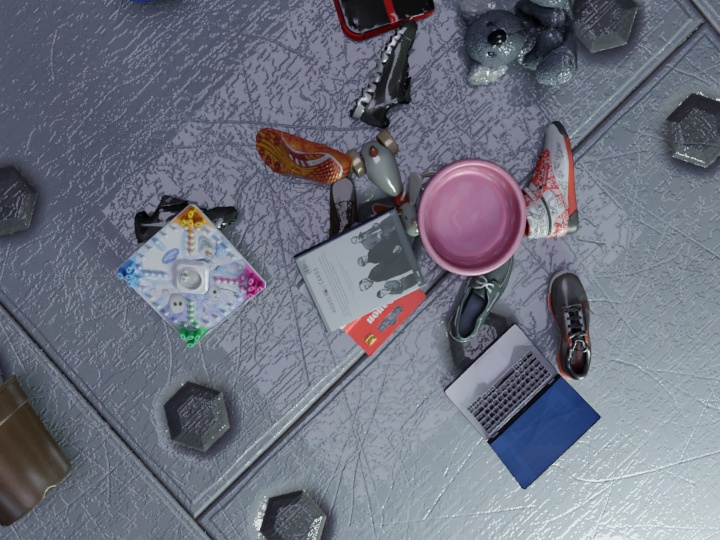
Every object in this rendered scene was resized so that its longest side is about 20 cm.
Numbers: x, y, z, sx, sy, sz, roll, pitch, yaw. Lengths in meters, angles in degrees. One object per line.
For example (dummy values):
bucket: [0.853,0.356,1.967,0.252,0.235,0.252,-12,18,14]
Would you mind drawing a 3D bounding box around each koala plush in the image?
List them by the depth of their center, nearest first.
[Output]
koala plush: [0.272,-0.409,1.306,0.195,0.184,0.182,-7,106,22]

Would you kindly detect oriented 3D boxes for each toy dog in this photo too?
toy dog: [0.057,-0.161,1.337,0.198,0.096,0.133,36,93,-2]

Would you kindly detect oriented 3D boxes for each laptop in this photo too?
laptop: [0.286,0.240,1.349,0.187,0.116,0.201,-42,92,2]

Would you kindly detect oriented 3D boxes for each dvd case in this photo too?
dvd case: [0.000,0.000,1.309,0.196,0.025,0.153,-25,108,-3]

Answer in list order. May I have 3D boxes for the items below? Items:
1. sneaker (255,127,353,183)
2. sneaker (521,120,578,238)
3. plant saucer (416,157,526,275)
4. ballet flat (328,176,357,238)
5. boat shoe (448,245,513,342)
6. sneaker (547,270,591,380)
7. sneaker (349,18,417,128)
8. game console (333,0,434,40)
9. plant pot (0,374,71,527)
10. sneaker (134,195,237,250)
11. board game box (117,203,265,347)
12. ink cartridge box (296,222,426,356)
sneaker: [-0.104,-0.204,1.348,0.197,0.077,0.075,26,115,20]
sneaker: [0.327,-0.160,1.349,0.105,0.067,0.207,-9,96,-1]
plant saucer: [0.194,-0.096,1.328,0.194,0.051,0.207,-1,99,-6]
ballet flat: [-0.034,-0.073,1.374,0.065,0.046,0.206,-3,99,-10]
boat shoe: [0.225,0.041,1.364,0.072,0.062,0.203,30,93,1]
sneaker: [0.391,0.102,1.356,0.075,0.082,0.206,-9,94,1]
sneaker: [0.063,-0.345,1.344,0.089,0.067,0.203,29,97,-4]
game console: [0.026,-0.536,1.352,0.173,0.031,0.205,-19,94,-3]
plant pot: [-0.638,0.330,1.335,0.198,0.200,0.200,-36,100,3]
sneaker: [-0.322,-0.097,1.352,0.195,0.066,0.093,-17,96,4]
board game box: [-0.303,0.016,1.337,0.198,0.026,0.201,-36,110,15]
ink cartridge box: [0.006,0.041,1.354,0.161,0.050,0.200,-45,103,3]
